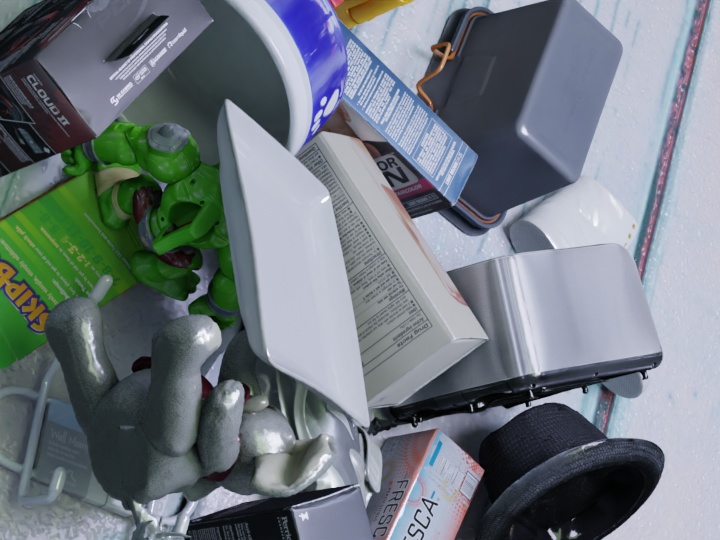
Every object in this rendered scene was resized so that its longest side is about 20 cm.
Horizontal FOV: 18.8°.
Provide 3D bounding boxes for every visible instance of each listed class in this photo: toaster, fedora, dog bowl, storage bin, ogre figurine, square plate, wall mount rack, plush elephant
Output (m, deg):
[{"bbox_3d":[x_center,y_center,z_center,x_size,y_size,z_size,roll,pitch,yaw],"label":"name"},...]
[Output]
[{"bbox_3d":[0.120,0.057,1.826,0.200,0.181,0.119,-7,81,-42],"label":"toaster"},{"bbox_3d":[0.164,0.173,1.864,0.200,0.201,0.092,-3,52,-41],"label":"fedora"},{"bbox_3d":[-0.112,-0.167,1.664,0.200,0.200,0.079,56,49,-16],"label":"dog bowl"},{"bbox_3d":[0.136,-0.153,1.916,0.146,0.134,0.200,38,57,-28],"label":"storage bin"},{"bbox_3d":[-0.135,-0.039,1.635,0.098,0.120,0.200,-27,98,-42],"label":"ogre figurine"},{"bbox_3d":[-0.052,0.001,1.574,0.198,0.028,0.200,41,36,-63],"label":"square plate"},{"bbox_3d":[-0.177,0.109,1.627,0.200,0.075,0.174,26,63,-35],"label":"wall mount rack"},{"bbox_3d":[-0.107,0.107,1.542,0.155,0.165,0.200,-12,96,-45],"label":"plush elephant"}]

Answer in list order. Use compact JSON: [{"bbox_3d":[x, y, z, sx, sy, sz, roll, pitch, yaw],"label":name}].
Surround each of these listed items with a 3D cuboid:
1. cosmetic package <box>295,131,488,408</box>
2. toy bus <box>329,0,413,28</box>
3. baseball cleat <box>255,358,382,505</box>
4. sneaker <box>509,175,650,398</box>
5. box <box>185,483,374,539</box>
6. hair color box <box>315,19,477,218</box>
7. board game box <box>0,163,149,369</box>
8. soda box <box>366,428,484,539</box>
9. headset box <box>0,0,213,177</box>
[{"bbox_3d":[0.000,0.000,1.730,0.200,0.103,0.087,59,19,14],"label":"cosmetic package"},{"bbox_3d":[-0.008,-0.303,1.826,0.192,0.136,0.200,-41,106,-39],"label":"toy bus"},{"bbox_3d":[-0.037,0.115,1.763,0.106,0.070,0.200,0,82,-57],"label":"baseball cleat"},{"bbox_3d":[0.231,0.009,1.999,0.116,0.074,0.200,-40,105,-36],"label":"sneaker"},{"bbox_3d":[-0.045,0.274,1.656,0.079,0.141,0.200,-14,90,-41],"label":"box"},{"bbox_3d":[-0.008,-0.126,1.809,0.200,0.100,0.061,43,56,-24],"label":"hair color box"},{"bbox_3d":[-0.228,-0.009,1.643,0.200,0.030,0.096,-36,103,-43],"label":"board game box"},{"bbox_3d":[0.026,0.227,1.776,0.064,0.068,0.200,43,55,-24],"label":"soda box"},{"bbox_3d":[-0.212,-0.148,1.574,0.075,0.200,0.149,53,51,-18],"label":"headset box"}]
